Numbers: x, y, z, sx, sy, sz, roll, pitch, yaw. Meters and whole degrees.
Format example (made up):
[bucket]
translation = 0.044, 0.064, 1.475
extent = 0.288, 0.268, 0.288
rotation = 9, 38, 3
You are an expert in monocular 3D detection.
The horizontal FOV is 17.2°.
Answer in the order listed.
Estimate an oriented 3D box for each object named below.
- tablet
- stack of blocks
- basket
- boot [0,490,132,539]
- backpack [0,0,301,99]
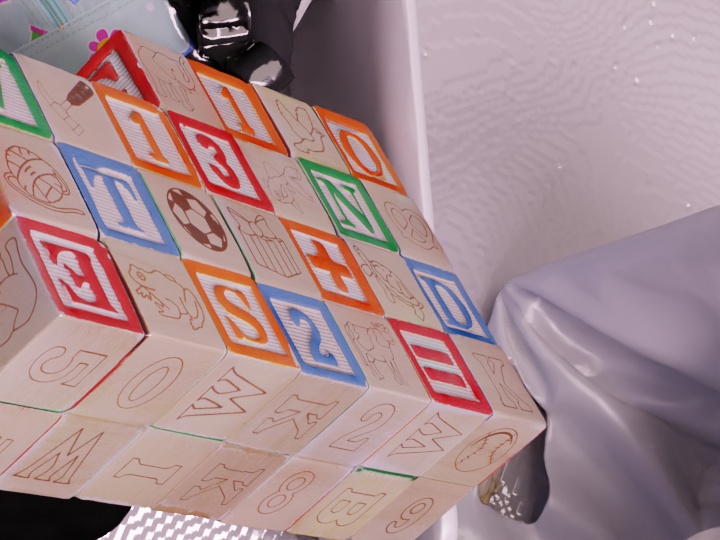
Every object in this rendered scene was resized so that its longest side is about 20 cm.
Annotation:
[tablet]
translation = 0.000, 0.000, 0.753
extent = 0.014, 0.130, 0.201
rotation = -1, 76, -16
[stack of blocks]
translation = -0.049, 0.001, 0.612
extent = 0.200, 0.059, 0.115
rotation = 16, 37, -53
[basket]
translation = 0.123, 0.069, 0.761
extent = 0.123, 0.200, 0.136
rotation = 33, 65, -22
[boot]
translation = -0.147, 0.097, 0.597
extent = 0.210, 0.079, 0.159
rotation = 4, 68, -23
[backpack]
translation = -0.103, -0.137, 0.719
extent = 0.200, 0.126, 0.167
rotation = 54, 19, -23
